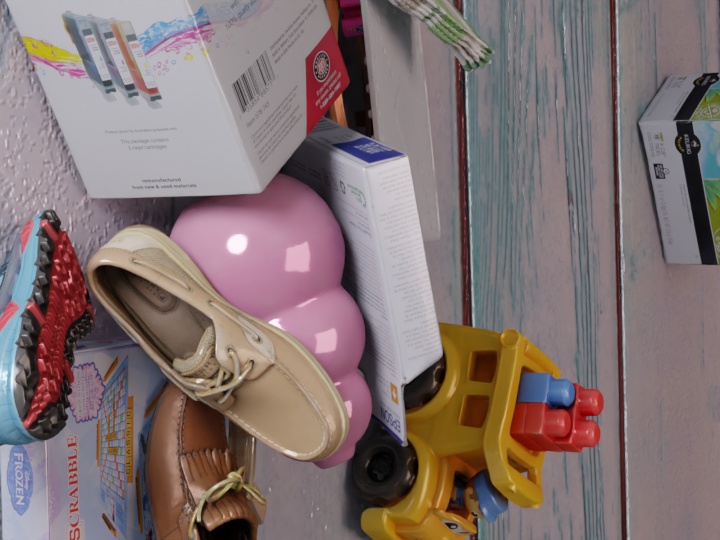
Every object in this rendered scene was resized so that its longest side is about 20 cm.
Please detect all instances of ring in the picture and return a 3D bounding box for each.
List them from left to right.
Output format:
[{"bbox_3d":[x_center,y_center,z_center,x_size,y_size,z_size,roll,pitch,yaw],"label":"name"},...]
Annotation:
[{"bbox_3d":[-0.012,-0.150,1.341,0.200,0.019,0.203,-6,90,-81],"label":"ring"}]

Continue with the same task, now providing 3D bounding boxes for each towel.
[{"bbox_3d":[0.020,-0.244,1.361,0.031,0.150,0.199,-45,146,12],"label":"towel"}]

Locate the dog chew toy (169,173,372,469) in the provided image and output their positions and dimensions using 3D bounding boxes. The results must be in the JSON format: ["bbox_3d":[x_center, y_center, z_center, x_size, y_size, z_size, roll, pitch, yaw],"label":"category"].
[{"bbox_3d":[-0.053,0.038,1.147,0.124,0.124,0.202,-26,96,-57],"label":"dog chew toy"}]

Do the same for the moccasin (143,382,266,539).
[{"bbox_3d":[-0.096,0.165,1.088,0.073,0.077,0.204,30,49,-49],"label":"moccasin"}]

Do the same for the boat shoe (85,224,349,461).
[{"bbox_3d":[-0.094,0.056,1.067,0.199,0.071,0.065,40,21,-1],"label":"boat shoe"}]

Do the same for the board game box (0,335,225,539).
[{"bbox_3d":[-0.159,0.146,1.118,0.199,0.041,0.203,-4,94,-60],"label":"board game box"}]

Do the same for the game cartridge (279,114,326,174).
[{"bbox_3d":[-0.072,-0.139,1.277,0.129,0.038,0.203,-20,108,-54],"label":"game cartridge"}]

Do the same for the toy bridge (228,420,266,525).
[{"bbox_3d":[-0.074,0.088,1.227,0.068,0.027,0.202,72,21,-47],"label":"toy bridge"}]

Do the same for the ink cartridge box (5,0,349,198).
[{"bbox_3d":[-0.121,-0.169,1.079,0.146,0.143,0.202,-53,134,-45],"label":"ink cartridge box"}]

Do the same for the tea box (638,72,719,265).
[{"bbox_3d":[0.463,-0.124,2.036,0.134,0.195,0.202,-50,131,-47],"label":"tea box"}]

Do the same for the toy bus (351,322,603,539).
[{"bbox_3d":[0.108,0.148,1.436,0.136,0.190,0.202,40,58,-54],"label":"toy bus"}]

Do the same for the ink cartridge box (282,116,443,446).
[{"bbox_3d":[0.000,0.000,1.205,0.040,0.199,0.203,-14,108,-17],"label":"ink cartridge box"}]

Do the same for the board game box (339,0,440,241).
[{"bbox_3d":[0.026,-0.124,1.385,0.200,0.026,0.203,-7,91,-76],"label":"board game box"}]

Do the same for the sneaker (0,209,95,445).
[{"bbox_3d":[-0.217,0.030,0.985,0.201,0.094,0.080,-89,165,-62],"label":"sneaker"}]
